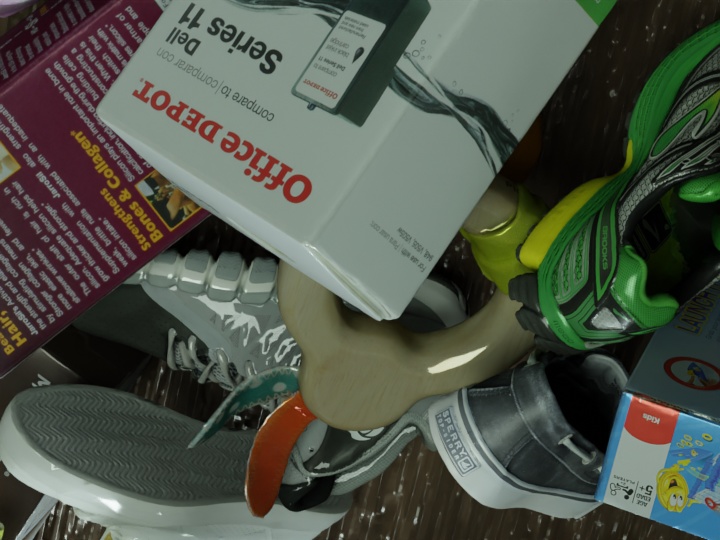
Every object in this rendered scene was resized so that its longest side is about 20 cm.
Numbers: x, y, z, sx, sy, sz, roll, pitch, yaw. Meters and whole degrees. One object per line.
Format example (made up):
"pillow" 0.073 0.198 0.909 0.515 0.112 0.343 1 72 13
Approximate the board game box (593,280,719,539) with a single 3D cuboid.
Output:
"board game box" 0.221 0.065 1.264 0.195 0.200 0.056 19 118 12

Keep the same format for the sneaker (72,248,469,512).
"sneaker" -0.051 0.055 1.389 0.199 0.075 0.116 2 74 11

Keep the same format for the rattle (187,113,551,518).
"rattle" 0.000 0.000 1.339 0.130 0.143 0.200 13 131 -34

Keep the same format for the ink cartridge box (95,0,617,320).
"ink cartridge box" 0.005 -0.101 1.227 0.146 0.083 0.200 31 85 38

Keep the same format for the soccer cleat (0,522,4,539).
"soccer cleat" -0.210 0.156 1.434 0.083 0.065 0.201 -9 109 13

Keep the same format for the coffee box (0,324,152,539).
"coffee box" -0.202 0.087 1.484 0.113 0.080 0.200 37 117 2

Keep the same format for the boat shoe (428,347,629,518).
"boat shoe" 0.096 0.065 1.314 0.068 0.200 0.072 -30 75 17

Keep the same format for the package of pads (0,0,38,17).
"package of pads" -0.168 -0.179 1.311 0.076 0.200 0.121 -35 98 -5

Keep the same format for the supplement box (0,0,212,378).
"supplement box" -0.127 -0.061 1.347 0.200 0.086 0.110 -37 111 1

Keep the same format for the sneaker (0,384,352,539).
"sneaker" -0.112 0.124 1.422 0.199 0.074 0.116 17 129 -38

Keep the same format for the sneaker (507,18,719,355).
"sneaker" 0.154 -0.038 1.263 0.078 0.200 0.085 50 152 -24
